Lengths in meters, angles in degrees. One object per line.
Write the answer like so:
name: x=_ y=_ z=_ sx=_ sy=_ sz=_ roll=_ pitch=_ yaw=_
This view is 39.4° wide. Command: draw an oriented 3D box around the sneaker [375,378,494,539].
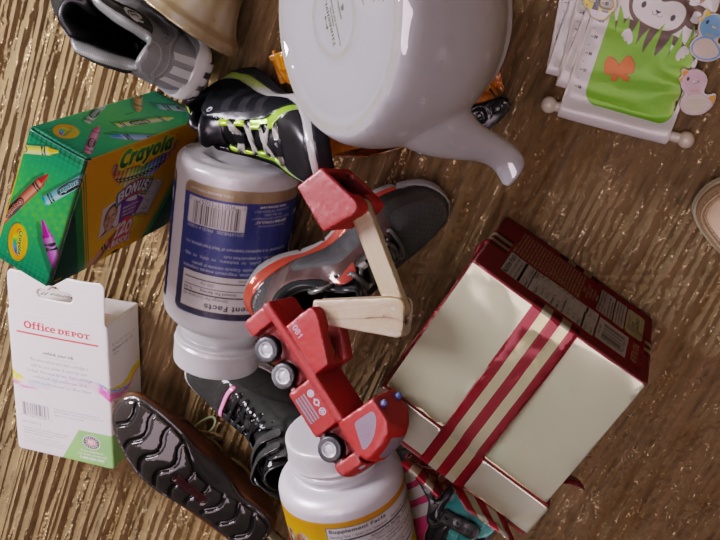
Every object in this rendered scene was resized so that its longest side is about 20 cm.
sneaker: x=0.078 y=0.195 z=0.919 sx=0.120 sy=0.084 sz=0.201 roll=5 pitch=118 yaw=32

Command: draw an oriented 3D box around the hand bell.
hand bell: x=-0.092 y=-0.290 z=0.832 sx=0.104 sy=0.104 sz=0.200 roll=37 pitch=104 yaw=3

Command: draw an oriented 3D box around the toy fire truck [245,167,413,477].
toy fire truck: x=-0.010 y=0.039 z=0.763 sx=0.141 sy=0.049 sz=0.200 roll=-39 pitch=78 yaw=23

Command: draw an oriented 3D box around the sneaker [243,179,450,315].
sneaker: x=0.000 y=0.000 z=0.855 sx=0.199 sy=0.082 sz=0.077 roll=-33 pitch=126 yaw=-4

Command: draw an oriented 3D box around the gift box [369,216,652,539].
gift box: x=0.129 y=0.098 z=0.826 sx=0.200 sy=0.184 sz=0.187 roll=39 pitch=113 yaw=9

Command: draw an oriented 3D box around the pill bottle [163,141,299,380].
pill bottle: x=-0.120 y=-0.008 z=0.911 sx=0.110 sy=0.111 sz=0.201 roll=15 pitch=112 yaw=13

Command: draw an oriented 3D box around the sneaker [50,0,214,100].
sneaker: x=-0.222 y=-0.217 z=0.846 sx=0.200 sy=0.115 sz=0.075 roll=33 pitch=102 yaw=28

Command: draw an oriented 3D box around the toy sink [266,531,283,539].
toy sink: x=-0.077 y=0.377 z=1.019 sx=0.200 sy=0.130 sz=0.112 roll=42 pitch=115 yaw=2

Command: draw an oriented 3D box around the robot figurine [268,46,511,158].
robot figurine: x=0.030 y=-0.164 z=0.838 sx=0.199 sy=0.058 sz=0.146 roll=-12 pitch=104 yaw=22

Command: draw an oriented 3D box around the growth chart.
growth chart: x=0.216 y=-0.201 z=0.787 sx=0.144 sy=0.018 sz=0.201 roll=8 pitch=111 yaw=15

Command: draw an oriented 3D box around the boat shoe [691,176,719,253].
boat shoe: x=0.347 y=0.001 z=0.783 sx=0.200 sy=0.069 sz=0.074 roll=36 pitch=115 yaw=4

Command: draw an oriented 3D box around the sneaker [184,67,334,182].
sneaker: x=-0.090 y=-0.111 z=0.832 sx=0.082 sy=0.200 sz=0.072 roll=-23 pitch=121 yaw=-20

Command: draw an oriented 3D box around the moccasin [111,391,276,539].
moccasin: x=-0.164 y=0.193 z=1.010 sx=0.201 sy=0.078 sz=0.074 roll=37 pitch=103 yaw=-10

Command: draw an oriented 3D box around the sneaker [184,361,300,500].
sneaker: x=-0.097 y=0.150 z=0.964 sx=0.199 sy=0.099 sz=0.071 roll=30 pitch=116 yaw=8

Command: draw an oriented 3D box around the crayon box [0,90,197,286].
crayon box: x=-0.220 y=-0.078 z=0.871 sx=0.058 sy=0.200 sz=0.119 roll=28 pitch=115 yaw=8

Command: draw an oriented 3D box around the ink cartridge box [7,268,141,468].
ink cartridge box: x=-0.289 y=0.089 z=1.024 sx=0.116 sy=0.067 sz=0.201 roll=9 pitch=112 yaw=15

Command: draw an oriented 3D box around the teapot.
teapot: x=0.040 y=-0.187 z=0.723 sx=0.197 sy=0.145 sz=0.201 roll=45 pitch=134 yaw=43

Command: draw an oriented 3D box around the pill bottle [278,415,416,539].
pill bottle: x=-0.009 y=0.221 z=0.878 sx=0.109 sy=0.109 sz=0.201 roll=-2 pitch=116 yaw=19
